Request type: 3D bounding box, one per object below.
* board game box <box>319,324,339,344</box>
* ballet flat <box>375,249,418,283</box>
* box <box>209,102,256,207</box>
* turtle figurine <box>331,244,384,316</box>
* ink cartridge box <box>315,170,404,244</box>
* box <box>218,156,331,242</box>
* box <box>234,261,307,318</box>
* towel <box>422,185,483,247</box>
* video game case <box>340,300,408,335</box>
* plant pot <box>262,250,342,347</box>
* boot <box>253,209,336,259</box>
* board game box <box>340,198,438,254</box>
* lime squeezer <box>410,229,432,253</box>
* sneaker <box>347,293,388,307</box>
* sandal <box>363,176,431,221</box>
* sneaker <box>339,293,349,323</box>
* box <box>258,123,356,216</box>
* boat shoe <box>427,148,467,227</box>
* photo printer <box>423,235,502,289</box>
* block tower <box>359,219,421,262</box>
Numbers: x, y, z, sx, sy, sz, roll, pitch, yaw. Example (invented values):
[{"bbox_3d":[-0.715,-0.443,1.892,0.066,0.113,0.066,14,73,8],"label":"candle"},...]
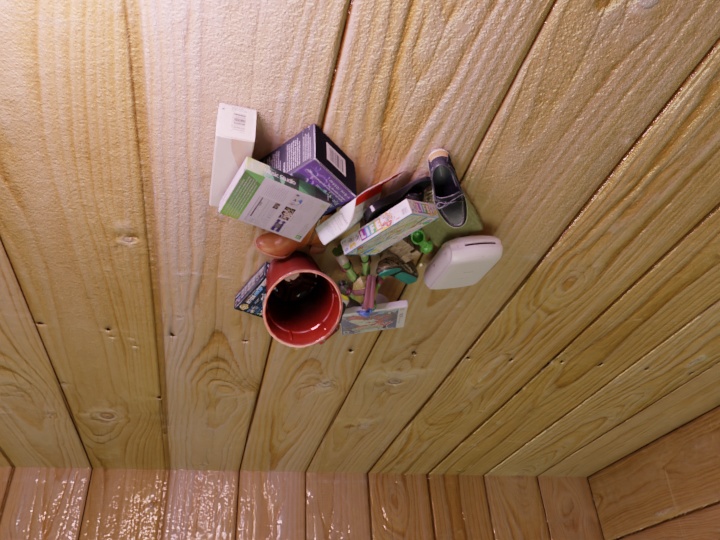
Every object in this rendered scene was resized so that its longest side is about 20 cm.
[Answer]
[{"bbox_3d":[-0.166,0.143,1.644,0.197,0.020,0.103,31,132,-21],"label":"board game box"},{"bbox_3d":[0.091,-0.014,1.505,0.066,0.078,0.198,-23,161,27],"label":"ballet flat"},{"bbox_3d":[-0.265,-0.229,1.176,0.075,0.098,0.202,6,145,-15],"label":"box"},{"bbox_3d":[0.000,0.000,1.537,0.140,0.202,0.198,2,130,30],"label":"turtle figurine"},{"bbox_3d":[0.010,-0.143,1.279,0.197,0.160,0.048,-31,94,31],"label":"ink cartridge box"},{"bbox_3d":[-0.175,-0.141,1.176,0.195,0.037,0.144,18,138,-30],"label":"box"},{"bbox_3d":[-0.249,0.068,1.626,0.155,0.047,0.199,20,138,-29],"label":"box"},{"bbox_3d":[0.211,-0.137,1.403,0.145,0.037,0.200,-23,139,23],"label":"towel"},{"bbox_3d":[0.036,0.139,1.651,0.193,0.024,0.183,-7,156,-3],"label":"video game case"},{"bbox_3d":[-0.159,0.055,1.450,0.194,0.196,0.208,-6,114,-13],"label":"plant pot"},{"bbox_3d":[-0.155,-0.105,1.380,0.193,0.076,0.156,-5,148,-21],"label":"boot"},{"bbox_3d":[0.066,-0.094,1.304,0.197,0.035,0.133,-30,164,31],"label":"board game box"},{"bbox_3d":[0.150,-0.087,1.436,0.037,0.072,0.199,-27,139,22],"label":"lime squeezer"},{"bbox_3d":[-0.014,0.107,1.704,0.193,0.077,0.082,-4,175,-9],"label":"sneaker"},{"bbox_3d":[0.092,-0.150,1.284,0.197,0.049,0.076,-31,169,-26],"label":"sandal"},{"bbox_3d":[-0.103,0.128,1.535,0.073,0.087,0.200,27,142,-16],"label":"sneaker"},{"bbox_3d":[-0.127,-0.191,1.232,0.196,0.107,0.147,-27,140,28],"label":"box"},{"bbox_3d":[0.196,-0.173,1.285,0.072,0.063,0.204,-14,127,13],"label":"boat shoe"},{"bbox_3d":[0.271,-0.024,1.498,0.161,0.072,0.201,-5,155,-19],"label":"photo printer"},{"bbox_3d":[0.080,-0.091,1.437,0.057,0.055,0.198,-30,138,31],"label":"block tower"}]
